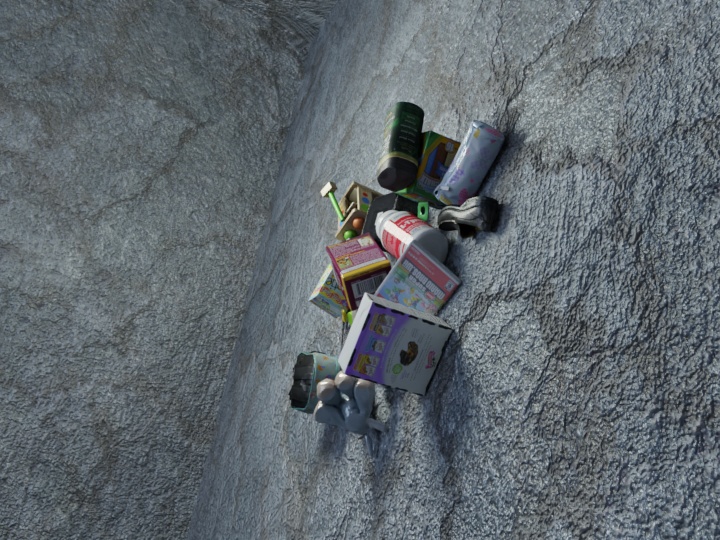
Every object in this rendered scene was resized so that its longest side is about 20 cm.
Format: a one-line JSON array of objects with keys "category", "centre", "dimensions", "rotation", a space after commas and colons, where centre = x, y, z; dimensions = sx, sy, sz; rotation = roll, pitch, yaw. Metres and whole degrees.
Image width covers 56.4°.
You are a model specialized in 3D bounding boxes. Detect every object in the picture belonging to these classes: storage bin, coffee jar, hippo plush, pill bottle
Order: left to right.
[{"category": "hippo plush", "centre": [-0.011, 0.318, 1.669], "dimensions": [0.160, 0.199, 0.161], "rotation": [-61, -3, 11]}, {"category": "storage bin", "centre": [0.087, -0.129, 1.841], "dimensions": [0.200, 0.093, 0.137], "rotation": [175, 111, -70]}, {"category": "coffee jar", "centre": [0.095, -0.293, 1.602], "dimensions": [0.104, 0.084, 0.202], "rotation": [139, 143, -59]}, {"category": "pill bottle", "centre": [0.118, -0.076, 1.628], "dimensions": [0.200, 0.111, 0.113], "rotation": [41, 112, 56]}]

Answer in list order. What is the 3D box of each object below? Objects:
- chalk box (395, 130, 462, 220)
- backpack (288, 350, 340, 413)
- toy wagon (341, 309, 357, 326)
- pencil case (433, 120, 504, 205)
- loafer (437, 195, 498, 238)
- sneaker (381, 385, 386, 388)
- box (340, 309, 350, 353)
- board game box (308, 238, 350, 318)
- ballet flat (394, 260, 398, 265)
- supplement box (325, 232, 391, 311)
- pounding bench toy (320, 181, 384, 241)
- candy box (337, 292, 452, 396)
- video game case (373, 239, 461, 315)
[{"category": "chalk box", "centre": [0.170, -0.223, 1.647], "dimensions": [0.125, 0.123, 0.202], "rotation": [15, 87, 71]}, {"category": "backpack", "centre": [-0.116, 0.322, 1.908], "dimensions": [0.200, 0.151, 0.178], "rotation": [141, 141, -73]}, {"category": "toy wagon", "centre": [0.015, 0.151, 1.728], "dimensions": [0.200, 0.039, 0.157], "rotation": [38, 141, 51]}, {"category": "pencil case", "centre": [0.243, -0.236, 1.513], "dimensions": [0.201, 0.090, 0.083], "rotation": [-61, 22, 26]}, {"category": "loafer", "centre": [0.226, -0.107, 1.478], "dimensions": [0.200, 0.072, 0.073], "rotation": [159, 122, -67]}, {"category": "sneaker", "centre": [0.052, 0.219, 1.597], "dimensions": [0.201, 0.114, 0.076], "rotation": [-47, 31, 50]}, {"category": "box", "centre": [0.009, 0.136, 1.885], "dimensions": [0.200, 0.049, 0.159], "rotation": [-51, 28, 46]}, {"category": "board game box", "centre": [-0.053, 0.025, 1.982], "dimensions": [0.201, 0.104, 0.103], "rotation": [-61, 11, -19]}, {"category": "ballet flat", "centre": [0.120, 0.025, 1.640], "dimensions": [0.200, 0.074, 0.075], "rotation": [-102, 35, -67]}, {"category": "supplement box", "centre": [0.000, 0.000, 1.730], "dimensions": [0.200, 0.129, 0.104], "rotation": [-119, 13, -60]}, {"category": "pounding bench toy", "centre": [-0.028, -0.168, 2.018], "dimensions": [0.125, 0.198, 0.157], "rotation": [-52, 27, 37]}, {"category": "candy box", "centre": [0.074, 0.162, 1.457], "dimensions": [0.169, 0.198, 0.072], "rotation": [-68, 19, 10]}, {"category": "video game case", "centre": [0.124, 0.045, 1.543], "dimensions": [0.017, 0.143, 0.201], "rotation": [-36, -16, -50]}]
